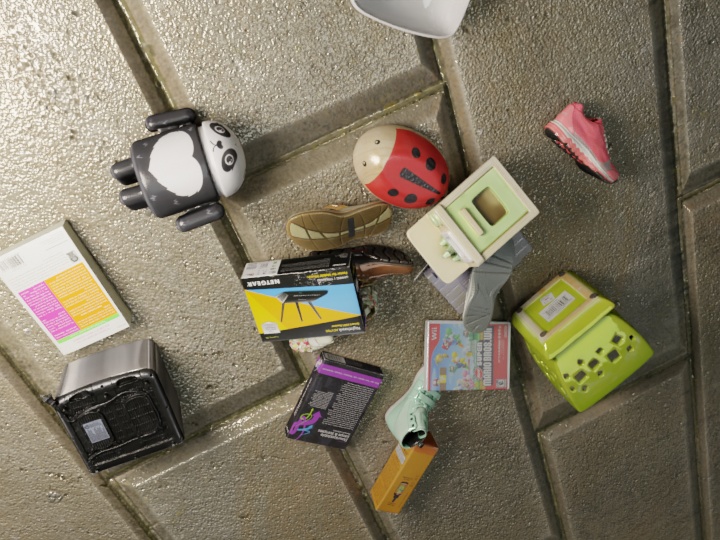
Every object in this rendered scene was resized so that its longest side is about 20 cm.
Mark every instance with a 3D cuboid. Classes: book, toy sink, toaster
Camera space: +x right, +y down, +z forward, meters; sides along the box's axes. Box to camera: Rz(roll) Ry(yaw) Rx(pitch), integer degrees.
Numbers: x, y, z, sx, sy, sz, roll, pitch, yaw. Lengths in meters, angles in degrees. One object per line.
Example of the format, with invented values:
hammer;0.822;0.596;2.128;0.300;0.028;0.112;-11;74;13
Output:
book;-0.491;0.033;1.061;0.132;0.048;0.202;-25;120;-2
toy sink;0.196;-0.085;1.149;0.199;0.112;0.131;-40;91;0
toaster;-0.429;0.235;1.138;0.178;0.119;0.202;-18;121;-9

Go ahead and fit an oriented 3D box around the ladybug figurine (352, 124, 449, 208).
ladybug figurine;0.080;-0.174;1.125;0.198;0.072;0.137;20;108;-26

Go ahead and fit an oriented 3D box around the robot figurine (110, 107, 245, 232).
robot figurine;-0.276;-0.155;0.987;0.197;0.125;0.152;-18;128;-8

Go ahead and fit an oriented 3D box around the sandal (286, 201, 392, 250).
sandal;-0.039;-0.089;1.142;0.197;0.054;0.081;-14;129;-19

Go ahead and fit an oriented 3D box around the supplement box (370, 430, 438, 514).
supplement box;0.096;0.453;1.451;0.066;0.069;0.202;20;107;-25

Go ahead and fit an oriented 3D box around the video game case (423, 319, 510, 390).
video game case;0.226;0.178;1.345;0.197;0.017;0.146;3;88;-19

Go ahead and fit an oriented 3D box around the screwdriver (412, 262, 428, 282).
screwdriver;0.165;-0.054;1.241;0.029;0.028;0.201;13;116;-54

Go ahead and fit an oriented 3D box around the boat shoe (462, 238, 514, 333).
boat shoe;0.245;0.021;1.253;0.073;0.065;0.205;12;107;-2

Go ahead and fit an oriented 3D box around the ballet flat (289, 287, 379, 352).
ballet flat;-0.049;0.101;1.226;0.199;0.064;0.076;-35;122;2

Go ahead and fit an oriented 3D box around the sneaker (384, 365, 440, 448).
sneaker;0.141;0.286;1.350;0.073;0.118;0.201;34;101;-27

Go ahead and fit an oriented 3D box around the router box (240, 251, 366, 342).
router box;-0.098;0.050;1.149;0.197;0.051;0.151;-6;125;11

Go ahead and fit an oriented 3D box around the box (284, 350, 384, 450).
box;-0.056;0.274;1.329;0.141;0.036;0.202;19;107;-24

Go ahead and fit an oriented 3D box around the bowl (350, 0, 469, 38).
bowl;0.079;-0.473;0.973;0.197;0.075;0.202;9;112;-23

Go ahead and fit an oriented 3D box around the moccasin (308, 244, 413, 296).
moccasin;0.000;0.001;1.186;0.198;0.074;0.079;-7;120;-14

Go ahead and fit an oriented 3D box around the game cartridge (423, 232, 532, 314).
game cartridge;0.236;-0.019;1.278;0.200;0.038;0.130;-42;124;5

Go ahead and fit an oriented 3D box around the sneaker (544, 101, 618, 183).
sneaker;0.439;-0.239;1.209;0.199;0.074;0.087;33;101;-29

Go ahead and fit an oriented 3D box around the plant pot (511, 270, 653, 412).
plant pot;0.444;0.130;1.329;0.199;0.199;0.182;-40;115;5
